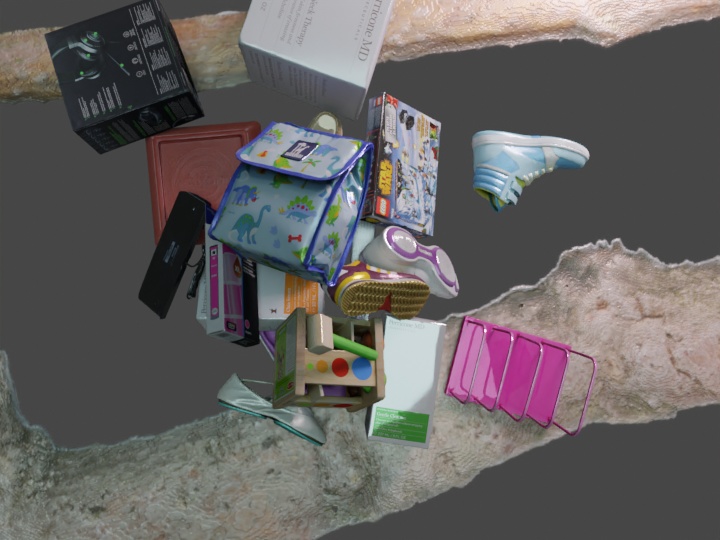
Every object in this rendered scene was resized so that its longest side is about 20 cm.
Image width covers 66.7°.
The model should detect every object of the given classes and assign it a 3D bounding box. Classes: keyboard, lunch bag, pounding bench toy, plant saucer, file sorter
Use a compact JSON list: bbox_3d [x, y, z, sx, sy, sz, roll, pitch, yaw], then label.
[{"bbox_3d":[-0.282,-0.017,0.867,0.126,0.021,0.202,30,100,31],"label":"keyboard"},{"bbox_3d":[-0.088,-0.103,0.753,0.168,0.127,0.202,17,78,23],"label":"lunch bag"},{"bbox_3d":[-0.029,0.129,0.808,0.154,0.200,0.126,8,65,-21],"label":"pounding bench toy"},{"bbox_3d":[-0.258,-0.148,0.917,0.196,0.037,0.203,-6,89,-4],"label":"plant saucer"},{"bbox_3d":[0.262,0.173,0.901,0.197,0.125,0.141,16,88,-3],"label":"file sorter"}]

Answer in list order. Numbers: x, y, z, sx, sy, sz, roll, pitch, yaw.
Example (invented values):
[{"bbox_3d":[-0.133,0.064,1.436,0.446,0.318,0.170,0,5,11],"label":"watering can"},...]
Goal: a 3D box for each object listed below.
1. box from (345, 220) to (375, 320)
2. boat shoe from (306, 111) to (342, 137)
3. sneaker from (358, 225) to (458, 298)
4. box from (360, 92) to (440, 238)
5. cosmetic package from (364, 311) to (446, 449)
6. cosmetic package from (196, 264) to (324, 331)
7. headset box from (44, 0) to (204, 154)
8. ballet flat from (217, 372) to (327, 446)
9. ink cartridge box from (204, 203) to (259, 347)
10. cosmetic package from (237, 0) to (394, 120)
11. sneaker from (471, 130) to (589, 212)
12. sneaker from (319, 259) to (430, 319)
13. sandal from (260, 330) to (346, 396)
[{"bbox_3d":[0.000,0.000,0.929,0.041,0.039,0.203,3,89,-5],"label":"box"},{"bbox_3d":[-0.080,-0.174,0.912,0.073,0.069,0.203,19,88,-3],"label":"boat shoe"},{"bbox_3d":[0.083,-0.005,0.909,0.199,0.099,0.076,30,46,-33],"label":"sneaker"},{"bbox_3d":[0.066,-0.166,0.888,0.136,0.040,0.203,15,76,-39],"label":"box"},{"bbox_3d":[0.072,0.177,0.909,0.106,0.085,0.203,8,90,-2],"label":"cosmetic package"},{"bbox_3d":[-0.156,0.041,0.889,0.197,0.071,0.103,0,69,-3],"label":"cosmetic package"},{"bbox_3d":[-0.377,-0.305,0.870,0.198,0.093,0.176,-22,80,-5],"label":"headset box"},{"bbox_3d":[-0.138,0.226,0.908,0.198,0.069,0.070,23,88,-1],"label":"ballet flat"},{"bbox_3d":[-0.190,0.006,0.810,0.037,0.095,0.203,-15,68,17],"label":"ink cartridge box"},{"bbox_3d":[-0.066,-0.371,0.869,0.197,0.166,0.170,18,88,-4],"label":"cosmetic package"},{"bbox_3d":[0.283,-0.159,0.934,0.197,0.080,0.133,7,87,6],"label":"sneaker"},{"bbox_3d":[0.024,0.021,0.833,0.090,0.198,0.076,41,111,39],"label":"sneaker"},{"bbox_3d":[-0.103,0.155,0.914,0.203,0.050,0.083,45,87,-1],"label":"sandal"}]
